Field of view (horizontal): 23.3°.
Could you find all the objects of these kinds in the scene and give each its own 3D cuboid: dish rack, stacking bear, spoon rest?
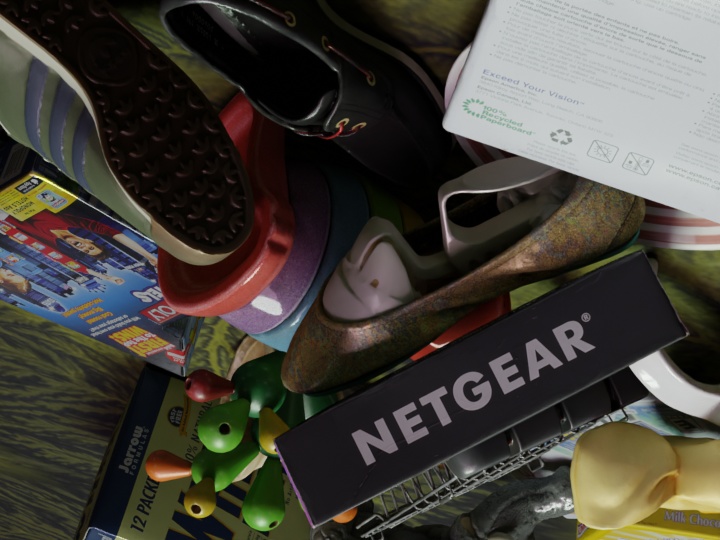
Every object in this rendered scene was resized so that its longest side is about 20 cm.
[{"bbox_3d":[0.078,0.105,1.073,0.153,0.055,0.200,-19,167,-27],"label":"dish rack"},{"bbox_3d":[0.000,0.000,0.963,0.199,0.122,0.114,20,135,-32],"label":"stacking bear"},{"bbox_3d":[0.221,0.066,1.007,0.199,0.061,0.099,30,152,-22],"label":"spoon rest"}]

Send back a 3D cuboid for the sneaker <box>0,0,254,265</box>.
[{"bbox_3d":[-0.136,-0.080,0.883,0.200,0.067,0.090,50,151,-3],"label":"sneaker"}]

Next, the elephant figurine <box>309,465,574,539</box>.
[{"bbox_3d":[0.062,0.220,1.233,0.199,0.142,0.155,3,157,-3],"label":"elephant figurine"}]

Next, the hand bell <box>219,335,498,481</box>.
[{"bbox_3d":[0.009,0.112,1.231,0.199,0.105,0.104,12,157,-20],"label":"hand bell"}]

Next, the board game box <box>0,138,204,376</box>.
[{"bbox_3d":[-0.155,-0.011,1.087,0.199,0.062,0.200,31,151,-27],"label":"board game box"}]

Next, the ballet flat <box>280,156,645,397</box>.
[{"bbox_3d":[0.039,-0.008,0.846,0.199,0.071,0.071,-26,141,9],"label":"ballet flat"}]

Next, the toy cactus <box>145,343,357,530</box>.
[{"bbox_3d":[-0.051,0.077,1.078,0.102,0.166,0.200,8,171,31],"label":"toy cactus"}]

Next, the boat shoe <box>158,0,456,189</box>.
[{"bbox_3d":[-0.025,-0.094,0.846,0.073,0.063,0.201,-7,146,36],"label":"boat shoe"}]

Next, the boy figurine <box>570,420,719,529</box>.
[{"bbox_3d":[0.211,0.131,1.045,0.199,0.065,0.124,10,180,-36],"label":"boy figurine"}]

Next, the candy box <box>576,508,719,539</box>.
[{"bbox_3d":[0.258,0.187,1.217,0.199,0.027,0.102,9,160,-3],"label":"candy box"}]

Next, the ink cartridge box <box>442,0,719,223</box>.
[{"bbox_3d":[0.150,-0.094,0.712,0.195,0.043,0.200,19,148,-1],"label":"ink cartridge box"}]

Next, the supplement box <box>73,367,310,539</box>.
[{"bbox_3d":[-0.114,0.199,1.388,0.199,0.135,0.200,21,154,-8],"label":"supplement box"}]

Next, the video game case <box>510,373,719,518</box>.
[{"bbox_3d":[0.178,0.125,1.192,0.199,0.022,0.182,-7,145,40],"label":"video game case"}]

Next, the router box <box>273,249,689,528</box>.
[{"bbox_3d":[0.057,0.059,0.883,0.199,0.051,0.149,-28,176,0],"label":"router box"}]

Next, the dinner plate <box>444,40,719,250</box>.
[{"bbox_3d":[0.138,-0.070,0.832,0.199,0.024,0.200,14,155,7],"label":"dinner plate"}]
